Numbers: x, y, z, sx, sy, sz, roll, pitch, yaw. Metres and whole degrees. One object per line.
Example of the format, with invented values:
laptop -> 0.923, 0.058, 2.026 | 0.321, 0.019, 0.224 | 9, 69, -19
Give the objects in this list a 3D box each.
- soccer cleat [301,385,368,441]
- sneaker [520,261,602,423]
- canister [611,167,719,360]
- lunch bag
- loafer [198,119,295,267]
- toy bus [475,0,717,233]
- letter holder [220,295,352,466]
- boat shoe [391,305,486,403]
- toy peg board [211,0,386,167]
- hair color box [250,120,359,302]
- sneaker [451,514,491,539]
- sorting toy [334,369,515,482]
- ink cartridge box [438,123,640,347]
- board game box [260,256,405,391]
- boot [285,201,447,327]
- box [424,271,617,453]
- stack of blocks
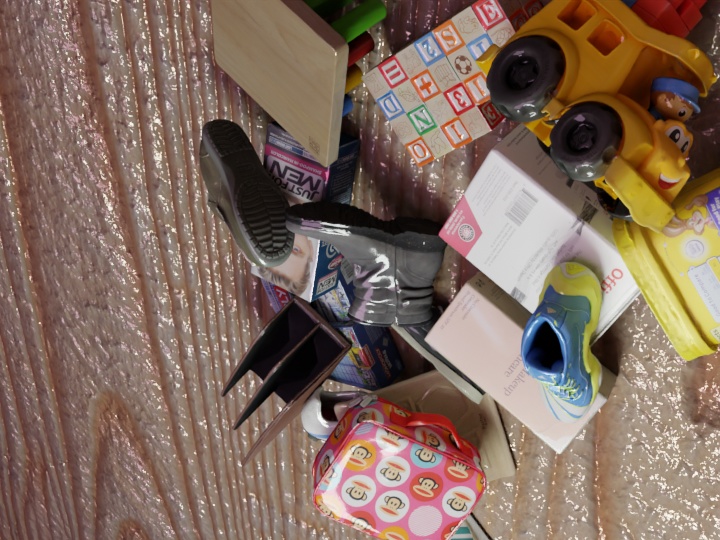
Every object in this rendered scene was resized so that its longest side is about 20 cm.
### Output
soccer cleat -> 0.021, 0.202, 1.417 | 0.197, 0.070, 0.087 | 11, 136, -8
sneaker -> 0.190, 0.093, 1.074 | 0.075, 0.105, 0.202 | 16, 131, 31
canister -> 0.344, -0.027, 0.938 | 0.199, 0.087, 0.149 | -28, 101, 28
lunch bag -> 0.052, 0.248, 1.336 | 0.198, 0.082, 0.177 | 28, 110, -14
loafer -> -0.138, -0.083, 1.271 | 0.070, 0.074, 0.202 | -53, 53, 49
toy bus -> 0.227, -0.161, 0.904 | 0.192, 0.135, 0.201 | -46, 54, 12
letter holder -> -0.121, 0.151, 1.406 | 0.100, 0.142, 0.200 | 42, 141, 5
boat shoe -> 0.091, 0.076, 1.322 | 0.200, 0.068, 0.072 | 40, 180, 23
toy peg board -> -0.063, -0.255, 1.166 | 0.200, 0.098, 0.200 | 45, 157, 18
hair color box -> -0.069, -0.075, 1.302 | 0.099, 0.060, 0.202 | 24, 121, 27
sneaker -> 0.126, 0.393, 1.510 | 0.200, 0.093, 0.070 | 48, 140, -1
sorting toy -> 0.084, 0.215, 1.388 | 0.198, 0.037, 0.187 | -18, 114, 6
ink cartridge box -> 0.201, -0.035, 1.106 | 0.200, 0.085, 0.146 | 42, 140, 9
board game box -> -0.064, 0.066, 1.445 | 0.198, 0.062, 0.202 | -6, 117, 44
boot -> 0.000, 0.000, 1.243 | 0.197, 0.070, 0.133 | 12, 113, -5
box -> 0.182, 0.100, 1.215 | 0.199, 0.078, 0.095 | 39, 113, 11
stack of blocks -> 0.107, -0.197, 1.082 | 0.199, 0.059, 0.116 | -23, 104, 49
